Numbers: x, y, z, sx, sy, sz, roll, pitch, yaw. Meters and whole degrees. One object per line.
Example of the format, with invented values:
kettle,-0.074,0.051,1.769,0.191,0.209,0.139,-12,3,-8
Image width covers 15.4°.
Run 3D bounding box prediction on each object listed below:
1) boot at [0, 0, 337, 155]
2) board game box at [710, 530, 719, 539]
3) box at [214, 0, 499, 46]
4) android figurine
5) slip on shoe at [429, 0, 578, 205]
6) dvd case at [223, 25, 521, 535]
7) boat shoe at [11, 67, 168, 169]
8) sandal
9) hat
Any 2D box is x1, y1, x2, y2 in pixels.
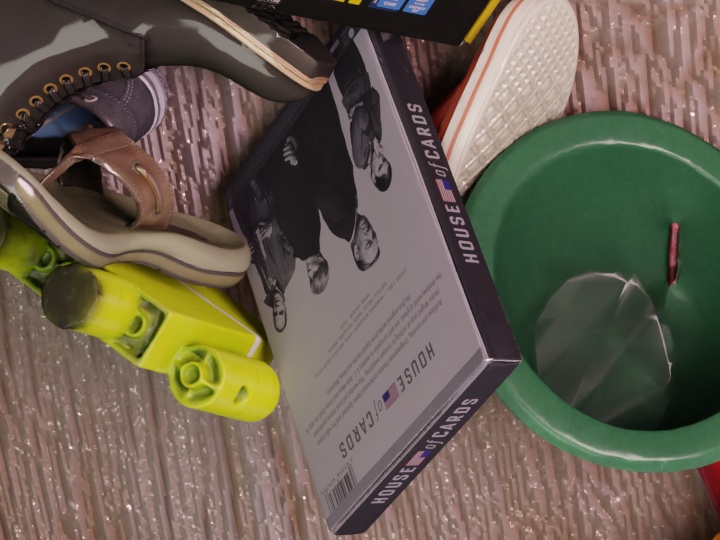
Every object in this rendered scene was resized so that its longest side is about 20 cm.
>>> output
boot,-0.124,-0.092,1.263,0.200,0.077,0.139,30,98,16
board game box,0.238,0.253,1.266,0.199,0.200,0.200,22,130,-20
box,-0.005,-0.180,1.141,0.200,0.049,0.160,8,137,-31
android figurine,-0.114,0.014,1.303,0.182,0.200,0.041,34,94,24
slip on shoe,0.041,-0.053,1.264,0.061,0.074,0.200,45,127,26
dvd case,0.000,0.000,1.245,0.025,0.200,0.150,2,144,-33
boat shoe,-0.196,-0.077,1.339,0.200,0.066,0.070,4,123,19
sandal,-0.116,-0.038,1.238,0.080,0.201,0.057,34,100,29
hat,0.115,0.046,1.289,0.176,0.165,0.200,116,137,-68
